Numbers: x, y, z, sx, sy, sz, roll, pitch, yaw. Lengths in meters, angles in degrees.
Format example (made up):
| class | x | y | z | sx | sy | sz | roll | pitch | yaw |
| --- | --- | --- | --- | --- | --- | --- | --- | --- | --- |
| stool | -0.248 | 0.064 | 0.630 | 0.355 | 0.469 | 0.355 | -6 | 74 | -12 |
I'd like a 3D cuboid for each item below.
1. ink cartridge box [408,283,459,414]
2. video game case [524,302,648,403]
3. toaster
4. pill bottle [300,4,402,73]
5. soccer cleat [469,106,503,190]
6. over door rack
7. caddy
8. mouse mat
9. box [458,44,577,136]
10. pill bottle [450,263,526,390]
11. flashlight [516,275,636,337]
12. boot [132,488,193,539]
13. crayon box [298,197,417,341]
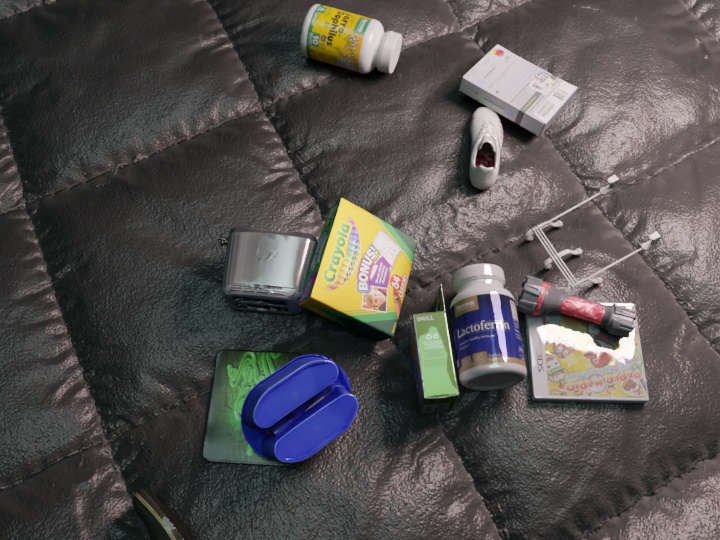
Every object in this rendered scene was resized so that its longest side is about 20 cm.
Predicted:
| class | x | y | z | sx | sy | sz | roll | pitch | yaw |
| --- | --- | --- | --- | --- | --- | --- | --- | --- | --- |
| ink cartridge box | 0.120 | 0.135 | 1.226 | 0.059 | 0.104 | 0.201 | -5 | 65 | -3 |
| video game case | 0.397 | 0.143 | 1.266 | 0.198 | 0.023 | 0.183 | 1 | 65 | 1 |
| toaster | -0.171 | 0.001 | 1.288 | 0.198 | 0.114 | 0.130 | 6 | 67 | 0 |
| pill bottle | -0.018 | -0.486 | 1.518 | 0.199 | 0.113 | 0.113 | 19 | 66 | 9 |
| soccer cleat | 0.254 | -0.258 | 1.422 | 0.069 | 0.086 | 0.201 | 5 | 64 | 3 |
| over door rack | 0.429 | -0.057 | 1.327 | 0.199 | 0.067 | 0.148 | -33 | 67 | 8 |
| caddy | -0.101 | 0.227 | 1.181 | 0.199 | 0.105 | 0.142 | -32 | 94 | -18 |
| mouse mat | -0.183 | 0.234 | 1.235 | 0.160 | 0.008 | 0.201 | 2 | 64 | 1 |
| box | 0.329 | -0.379 | 1.487 | 0.199 | 0.041 | 0.156 | 34 | 56 | 14 |
| pill bottle | 0.217 | 0.097 | 1.238 | 0.115 | 0.116 | 0.201 | -4 | 64 | -2 |
| flashlight | 0.378 | 0.068 | 1.253 | 0.199 | 0.068 | 0.068 | 18 | 65 | 10 |
| boot | -0.323 | 0.453 | 1.098 | 0.138 | 0.078 | 0.200 | -42 | 70 | -12 |
| crayon box | 0.000 | 0.000 | 1.273 | 0.172 | 0.058 | 0.201 | 27 | 63 | -23 |
